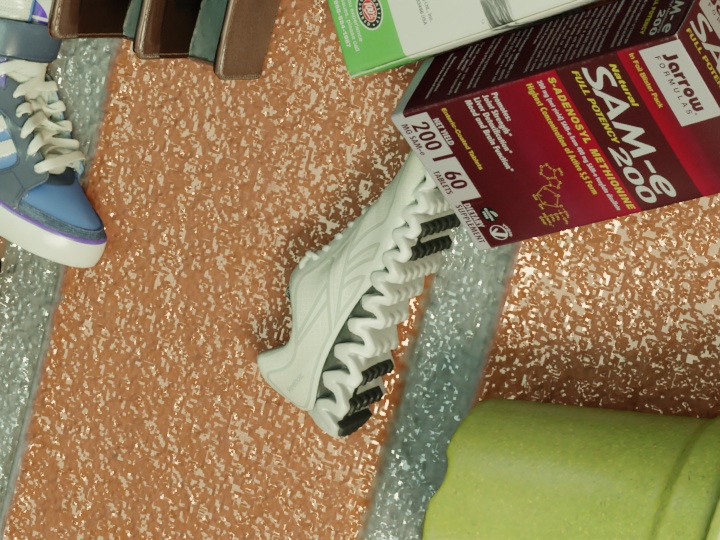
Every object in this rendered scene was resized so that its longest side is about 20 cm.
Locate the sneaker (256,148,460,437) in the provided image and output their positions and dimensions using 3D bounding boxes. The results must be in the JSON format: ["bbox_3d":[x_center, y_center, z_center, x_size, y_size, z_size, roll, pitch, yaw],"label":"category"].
[{"bbox_3d":[0.000,0.000,1.398,0.081,0.075,0.201,30,102,20],"label":"sneaker"}]

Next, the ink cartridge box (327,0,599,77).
[{"bbox_3d":[0.071,-0.209,1.314,0.199,0.084,0.147,-14,92,37],"label":"ink cartridge box"}]

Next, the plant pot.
[{"bbox_3d":[0.143,0.157,1.315,0.183,0.200,0.202,12,99,25],"label":"plant pot"}]

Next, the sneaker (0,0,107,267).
[{"bbox_3d":[-0.210,-0.115,1.435,0.200,0.081,0.147,41,109,14],"label":"sneaker"}]

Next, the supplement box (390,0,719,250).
[{"bbox_3d":[0.129,-0.086,1.299,0.199,0.061,0.109,-14,122,38],"label":"supplement box"}]

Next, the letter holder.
[{"bbox_3d":[-0.100,-0.223,1.361,0.100,0.142,0.201,18,100,13],"label":"letter holder"}]
